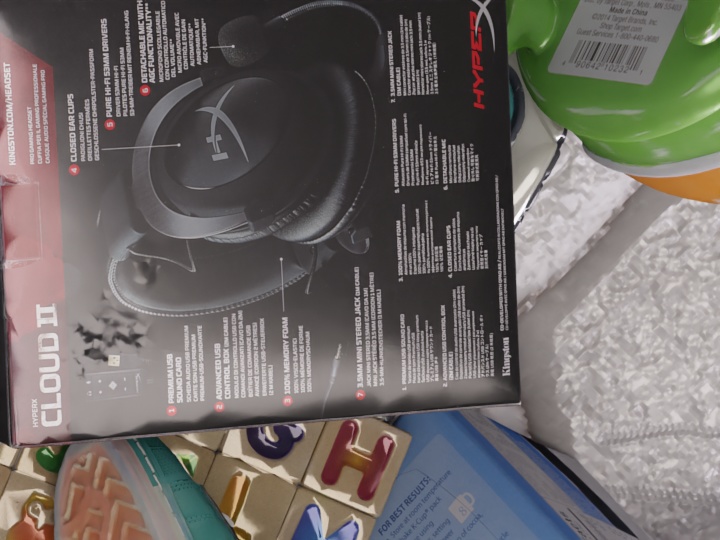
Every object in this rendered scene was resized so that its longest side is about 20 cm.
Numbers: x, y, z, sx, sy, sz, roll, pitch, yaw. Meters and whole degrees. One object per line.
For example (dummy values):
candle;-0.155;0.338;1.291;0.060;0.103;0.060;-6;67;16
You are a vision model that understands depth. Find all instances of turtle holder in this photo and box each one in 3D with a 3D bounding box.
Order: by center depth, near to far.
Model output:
turtle holder;0.135;-0.110;1.018;0.140;0.186;0.132;-21;138;32

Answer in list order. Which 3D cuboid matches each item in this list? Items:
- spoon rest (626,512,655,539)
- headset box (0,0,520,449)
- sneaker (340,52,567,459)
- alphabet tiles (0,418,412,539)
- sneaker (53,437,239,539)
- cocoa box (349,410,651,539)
spoon rest;0.206;0.106;1.155;0.199;0.061;0.100;-14;115;-9
headset box;-0.051;-0.023;0.956;0.199;0.077;0.150;-5;95;-15
sneaker;0.000;0.000;1.060;0.079;0.078;0.201;30;97;-4
alphabet tiles;-0.079;0.088;0.997;0.166;0.006;0.201;24;84;-16
sneaker;-0.037;0.141;0.972;0.080;0.071;0.201;-19;81;-43
cocoa box;0.028;0.170;1.070;0.200;0.133;0.131;-49;146;8
